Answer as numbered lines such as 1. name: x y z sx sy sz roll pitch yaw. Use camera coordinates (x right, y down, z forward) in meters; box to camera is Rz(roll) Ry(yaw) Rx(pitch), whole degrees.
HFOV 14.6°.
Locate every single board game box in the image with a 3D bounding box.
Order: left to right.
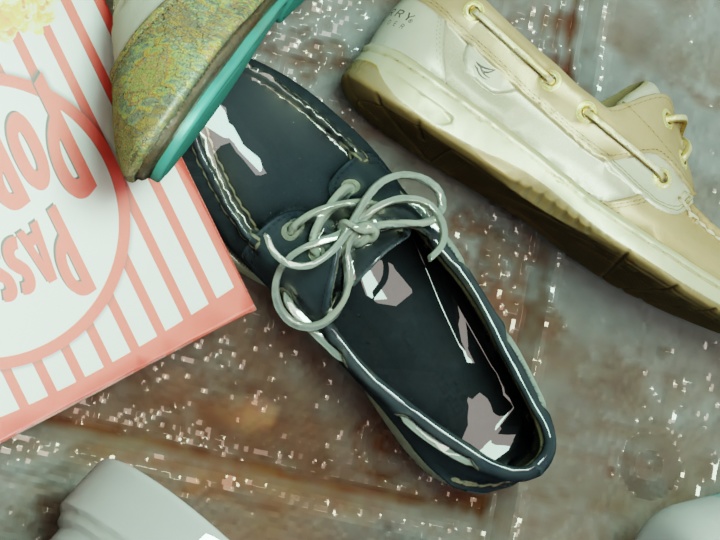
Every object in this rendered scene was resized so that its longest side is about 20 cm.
1. board game box: -0.149 -0.040 0.986 0.151 0.046 0.200 -28 95 -19

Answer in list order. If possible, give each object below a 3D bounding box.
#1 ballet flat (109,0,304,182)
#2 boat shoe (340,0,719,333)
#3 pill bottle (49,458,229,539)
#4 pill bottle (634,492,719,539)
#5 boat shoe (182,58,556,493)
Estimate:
1. ballet flat: -0.049 -0.105 0.993 0.071 0.071 0.200 47 48 -10
2. boat shoe: 0.091 -0.043 1.057 0.200 0.074 0.069 33 82 -13
3. pill bottle: -0.116 0.168 0.945 0.116 0.116 0.200 44 73 -11
4. pill bottle: 0.209 0.124 1.066 0.199 0.111 0.111 -12 90 -20
5. boat shoe: 0.000 0.000 1.027 0.075 0.062 0.200 -36 97 -15
